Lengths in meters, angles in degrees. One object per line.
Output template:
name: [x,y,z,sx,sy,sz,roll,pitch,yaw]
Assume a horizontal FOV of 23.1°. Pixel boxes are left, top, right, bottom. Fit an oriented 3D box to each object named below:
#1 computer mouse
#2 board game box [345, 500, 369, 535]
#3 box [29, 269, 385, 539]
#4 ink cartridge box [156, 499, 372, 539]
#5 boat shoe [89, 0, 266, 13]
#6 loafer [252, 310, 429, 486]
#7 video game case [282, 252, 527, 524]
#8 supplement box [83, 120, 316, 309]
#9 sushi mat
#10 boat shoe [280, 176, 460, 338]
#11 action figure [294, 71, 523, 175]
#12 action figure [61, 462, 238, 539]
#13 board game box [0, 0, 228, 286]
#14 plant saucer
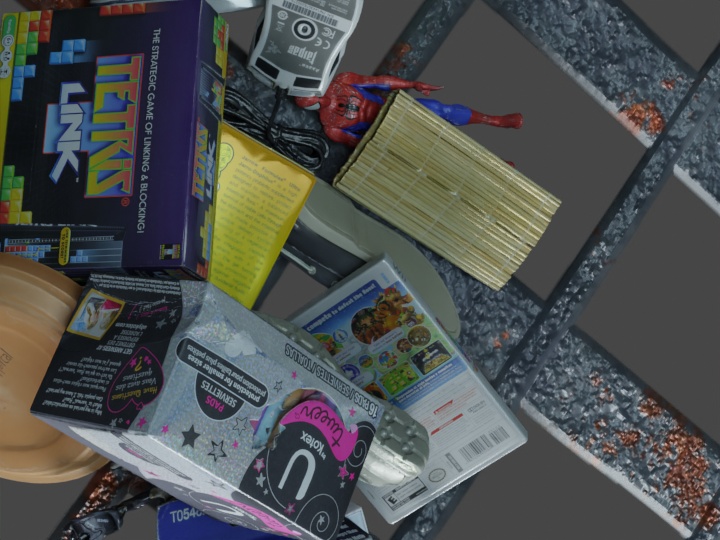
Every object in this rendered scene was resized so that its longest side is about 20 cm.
computer mouse: [-0.047,-0.169,1.349,0.109,0.044,0.201,22,130,-6]
board game box: [-0.067,0.316,1.440,0.199,0.041,0.201,-19,102,-20]
box: [-0.102,0.098,1.218,0.200,0.132,0.115,37,67,-42]
ink cartridge box: [-0.069,0.263,1.351,0.199,0.040,0.202,-8,99,-45]
boat shoe: [-0.114,-0.234,1.362,0.198,0.071,0.070,-10,99,-15]
loafer: [-0.035,0.107,1.390,0.200,0.070,0.070,40,42,-14]
video game case: [0.022,0.099,1.433,0.143,0.018,0.200,-33,109,17]
supplement box: [-0.138,-0.011,1.347,0.109,0.109,0.201,29,83,-22]
sushi mat: [0.074,-0.063,1.447,0.199,0.012,0.096,31,98,-33]
boat shoe: [0.000,0.000,1.443,0.063,0.073,0.200,-35,120,29]
action figure: [0.038,-0.123,1.444,0.199,0.052,0.066,10,96,-21]
action figure: [-0.144,0.176,1.369,0.200,0.102,0.119,-34,99,-42]
board game box: [-0.186,-0.090,1.273,0.164,0.057,0.202,-3,75,18]
plant saucer: [-0.257,0.077,1.277,0.199,0.032,0.202,7,125,10]
